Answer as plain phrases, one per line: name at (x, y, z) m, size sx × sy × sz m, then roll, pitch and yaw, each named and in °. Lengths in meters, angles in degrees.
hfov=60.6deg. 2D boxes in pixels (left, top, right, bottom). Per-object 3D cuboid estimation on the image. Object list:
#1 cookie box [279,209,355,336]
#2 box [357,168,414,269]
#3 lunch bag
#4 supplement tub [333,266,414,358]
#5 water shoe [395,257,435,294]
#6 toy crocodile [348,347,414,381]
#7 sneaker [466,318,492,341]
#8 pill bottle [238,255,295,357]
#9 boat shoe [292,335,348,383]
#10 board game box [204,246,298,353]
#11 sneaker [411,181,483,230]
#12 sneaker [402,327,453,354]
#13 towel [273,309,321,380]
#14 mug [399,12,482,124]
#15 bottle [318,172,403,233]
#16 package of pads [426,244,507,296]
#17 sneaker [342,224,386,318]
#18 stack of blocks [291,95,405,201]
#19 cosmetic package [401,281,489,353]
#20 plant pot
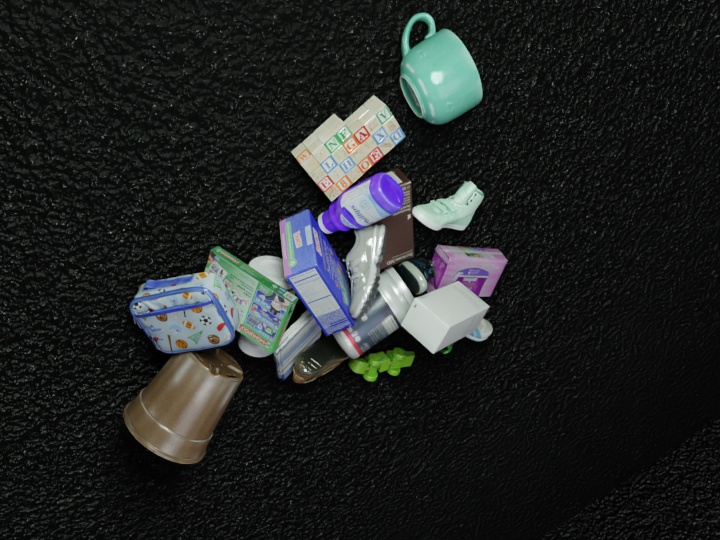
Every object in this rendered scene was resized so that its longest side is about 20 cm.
cookie box at (-0.089, 0.005, 1.278) m, size 0.074 × 0.173 × 0.201 m, roll -21°, pitch 133°, yaw 9°
box at (0.058, -0.110, 1.353) m, size 0.099 × 0.075 × 0.202 m, roll -21°, pitch 132°, yaw -15°
lunch bag at (-0.347, 0.082, 1.207) m, size 0.197 × 0.076 × 0.162 m, roll -11°, pitch 127°, yaw 15°
supplement tub at (0.022, 0.096, 1.436) m, size 0.199 × 0.141 × 0.141 m, roll -35°, pitch 133°, yaw -3°
water shoe at (0.134, -0.001, 1.404) m, size 0.078 × 0.200 × 0.073 m, roll -21°, pitch 101°, yaw -5°
toy crocodile at (0.059, 0.239, 1.623) m, size 0.197 × 0.062 × 0.068 m, roll -6°, pitch 126°, yaw -32°
sneaker at (0.298, 0.130, 1.661) m, size 0.198 × 0.077 × 0.081 m, roll 22°, pitch 118°, yaw -38°
pill bottle at (-0.203, 0.081, 1.315) m, size 0.110 × 0.112 × 0.202 m, roll 0°, pitch 123°, yaw -29°
boat shoe at (-0.092, 0.212, 1.482) m, size 0.199 × 0.076 × 0.074 m, roll -18°, pitch 151°, yaw -47°
board game box at (-0.232, 0.059, 1.237) m, size 0.136 × 0.198 × 0.029 m, roll -63°, pitch 170°, yaw 31°
sneaker at (0.199, -0.156, 1.386) m, size 0.199 × 0.074 × 0.119 m, roll -3°, pitch 131°, yaw -48°
sneaker at (0.158, 0.142, 1.561) m, size 0.198 × 0.086 × 0.078 m, roll 26°, pitch 119°, yaw -14°
towel at (-0.142, 0.165, 1.398) m, size 0.147 × 0.024 × 0.201 m, roll -45°, pitch 162°, yaw -23°
mug at (0.135, -0.369, 1.172) m, size 0.113 × 0.186 × 0.152 m, roll -31°, pitch 157°, yaw -2°
bottle at (-0.006, -0.127, 1.242) m, size 0.198 × 0.066 × 0.083 m, roll -21°, pitch 131°, yaw 42°
package of pads at (0.264, 0.005, 1.552) m, size 0.197 × 0.076 × 0.122 m, roll 1°, pitch 122°, yaw -30°
sneaker at (0.000, 0.000, 1.282) m, size 0.075 × 0.081 × 0.203 m, roll 62°, pitch 39°, yaw -71°
stack of blocks at (-0.023, -0.249, 1.213) m, size 0.199 × 0.059 × 0.115 m, roll -40°, pitch 133°, yaw 2°
cosmetic package at (0.198, 0.103, 1.421) m, size 0.199 × 0.107 × 0.086 m, roll -16°, pitch 140°, yaw -49°
plant pot at (-0.365, 0.264, 1.313) m, size 0.199 × 0.200 × 0.200 m, roll 30°, pitch 98°, yaw -41°
